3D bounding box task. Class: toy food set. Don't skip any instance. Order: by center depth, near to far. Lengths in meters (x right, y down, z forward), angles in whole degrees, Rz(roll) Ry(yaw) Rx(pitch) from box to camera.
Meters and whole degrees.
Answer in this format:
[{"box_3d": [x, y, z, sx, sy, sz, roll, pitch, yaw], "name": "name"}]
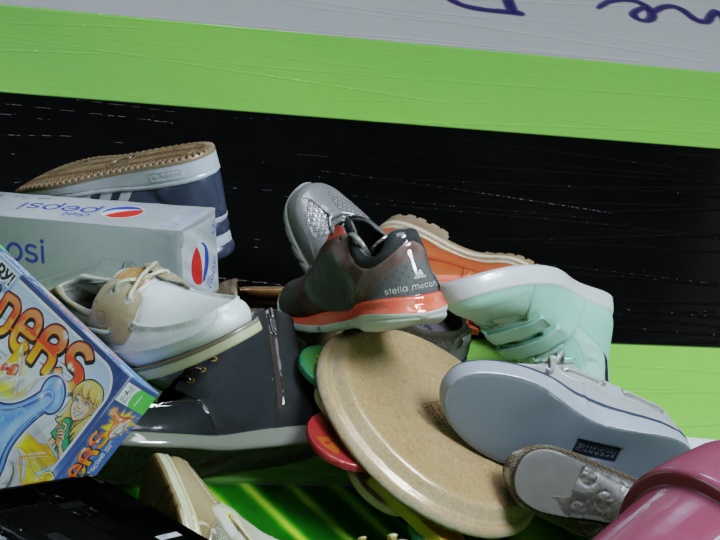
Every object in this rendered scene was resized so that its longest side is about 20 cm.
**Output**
[{"box_3d": [0.042, 0.117, 1.366, 0.200, 0.049, 0.198, 44, 27, 8], "name": "toy food set"}]

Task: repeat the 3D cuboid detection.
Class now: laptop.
[{"box_3d": [-0.187, 0.177, 1.091, 0.199, 0.104, 0.177, 27, 6, 15], "name": "laptop"}]

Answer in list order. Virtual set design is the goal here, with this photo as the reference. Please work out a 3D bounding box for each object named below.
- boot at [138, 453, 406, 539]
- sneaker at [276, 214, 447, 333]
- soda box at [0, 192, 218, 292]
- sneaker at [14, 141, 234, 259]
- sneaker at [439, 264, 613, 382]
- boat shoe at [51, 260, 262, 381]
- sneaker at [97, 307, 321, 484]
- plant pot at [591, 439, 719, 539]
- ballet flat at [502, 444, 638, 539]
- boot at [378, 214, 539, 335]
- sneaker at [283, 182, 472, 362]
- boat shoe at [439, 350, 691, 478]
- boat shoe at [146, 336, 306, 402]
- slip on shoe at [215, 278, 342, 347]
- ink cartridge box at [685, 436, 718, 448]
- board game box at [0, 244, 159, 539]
[{"box_3d": [-0.047, 0.188, 1.224, 0.154, 0.072, 0.200, -5, 39, -30], "name": "boot"}, {"box_3d": [0.000, 0.000, 1.379, 0.077, 0.083, 0.200, -9, 3, -30], "name": "sneaker"}, {"box_3d": [-0.209, -0.014, 1.454, 0.198, 0.069, 0.063, 5, 18, 20], "name": "soda box"}, {"box_3d": [-0.193, -0.038, 1.580, 0.199, 0.109, 0.070, -6, 20, 30], "name": "sneaker"}, {"box_3d": [0.136, 0.065, 1.454, 0.073, 0.119, 0.200, -14, -18, 37], "name": "sneaker"}, {"box_3d": [-0.148, 0.032, 1.288, 0.199, 0.069, 0.075, -10, 12, 45], "name": "boat shoe"}, {"box_3d": [-0.118, 0.085, 1.331, 0.199, 0.075, 0.107, 1, 65, -41], "name": "sneaker"}, {"box_3d": [0.190, 0.227, 1.160, 0.178, 0.201, 0.200, -23, 43, -26], "name": "plant pot"}, {"box_3d": [0.186, 0.175, 1.343, 0.199, 0.068, 0.046, 24, -7, -13], "name": "ballet flat"}, {"box_3d": [0.078, 0.027, 1.580, 0.199, 0.076, 0.107, 21, 34, 24], "name": "boot"}, {"box_3d": [0.022, -0.001, 1.501, 0.200, 0.082, 0.075, 47, 54, 12], "name": "sneaker"}, {"box_3d": [0.144, 0.094, 1.380, 0.201, 0.075, 0.086, 16, 28, -18], "name": "boat shoe"}, {"box_3d": [-0.063, 0.080, 1.418, 0.198, 0.062, 0.073, 13, 27, -4], "name": "boat shoe"}, {"box_3d": [-0.108, 0.033, 1.483, 0.198, 0.061, 0.076, 11, 28, -7], "name": "slip on shoe"}, {"box_3d": [0.218, 0.162, 1.427, 0.198, 0.039, 0.100, 8, 30, -15], "name": "ink cartridge box"}, {"box_3d": [-0.239, 0.077, 1.276, 0.200, 0.136, 0.034, 37, -1, 37], "name": "board game box"}]
